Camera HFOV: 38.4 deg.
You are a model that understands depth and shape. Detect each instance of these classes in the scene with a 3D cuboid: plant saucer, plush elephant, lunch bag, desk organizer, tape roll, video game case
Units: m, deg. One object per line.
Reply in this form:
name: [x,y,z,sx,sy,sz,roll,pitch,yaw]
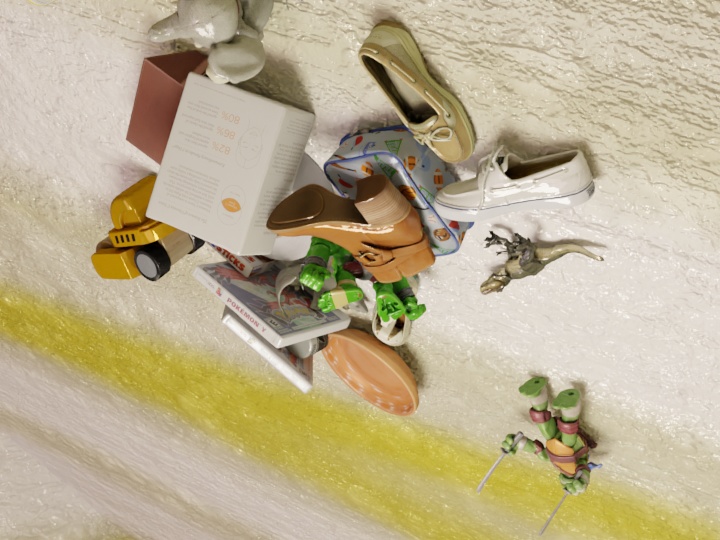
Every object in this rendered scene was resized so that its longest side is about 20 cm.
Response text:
plant saucer: [0.020,0.165,1.732,0.199,0.038,0.201,33,154,18]
plush elephant: [-0.175,-0.301,1.213,0.198,0.155,0.166,-9,108,37]
lunch bag: [0.047,-0.104,1.369,0.159,0.076,0.201,-4,132,45]
desk organizer: [-0.272,-0.237,1.470,0.077,0.072,0.200,36,146,0]
tape roll: [-0.137,-0.108,1.523,0.199,0.066,0.201,23,145,17]
video game case: [-0.150,0.104,1.719,0.182,0.200,0.024,42,100,-13]
video game case: [-0.131,0.041,1.575,0.182,0.199,0.023,38,113,21]

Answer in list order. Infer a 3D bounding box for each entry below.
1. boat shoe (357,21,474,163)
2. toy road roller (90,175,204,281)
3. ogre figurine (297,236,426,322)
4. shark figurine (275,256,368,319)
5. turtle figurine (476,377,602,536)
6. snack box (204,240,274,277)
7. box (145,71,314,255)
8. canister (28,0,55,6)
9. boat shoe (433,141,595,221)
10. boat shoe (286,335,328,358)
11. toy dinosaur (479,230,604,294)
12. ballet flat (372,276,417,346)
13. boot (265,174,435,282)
boat shoe: [0.066,-0.200,1.240,0.073,0.063,0.201,-5,130,43]
toy road roller: [-0.366,-0.073,1.715,0.199,0.123,0.147,-3,117,41]
ogre figurine: [0.000,0.000,1.458,0.198,0.121,0.099,3,139,-16]
shark figurine: [-0.072,0.001,1.576,0.128,0.214,0.090,49,113,28]
turtle figurine: [0.277,0.277,1.564,0.198,0.144,0.196,-14,115,-5]
snack box: [-0.226,-0.064,1.608,0.200,0.072,0.024,40,114,13]
box: [-0.172,-0.140,1.379,0.151,0.202,0.106,22,-171,17]
canister: [-0.385,-0.426,1.315,0.199,0.087,0.149,-4,131,44]
boat shoe: [0.174,-0.115,1.242,0.200,0.075,0.087,-4,125,29]
boat shoe: [-0.128,0.056,1.709,0.071,0.063,0.201,-45,75,34]
toy dinosaur: [0.216,-0.019,1.360,0.088,0.048,0.199,33,149,-27]
ballet flat: [0.044,0.071,1.597,0.067,0.063,0.201,24,145,13]
boot: [-0.011,-0.040,1.343,0.198,0.074,0.155,-8,138,31]
